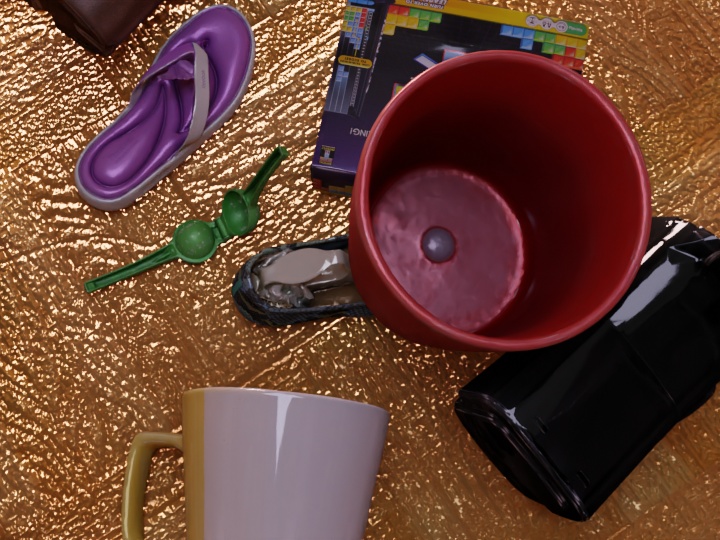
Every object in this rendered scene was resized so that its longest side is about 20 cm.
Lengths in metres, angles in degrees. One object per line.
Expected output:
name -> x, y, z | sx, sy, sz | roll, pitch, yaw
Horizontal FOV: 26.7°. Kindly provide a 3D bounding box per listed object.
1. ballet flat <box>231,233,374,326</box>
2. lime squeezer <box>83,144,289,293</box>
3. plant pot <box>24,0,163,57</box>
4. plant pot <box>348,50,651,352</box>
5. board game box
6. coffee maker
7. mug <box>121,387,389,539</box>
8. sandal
ballet flat -> 0.000, 0.000, 1.150 | 0.197, 0.074, 0.075 | -14, 71, -6
lime squeezer -> -0.119, -0.031, 1.164 | 0.199, 0.071, 0.038 | -32, 90, 19
plant pot -> -0.195, -0.292, 1.193 | 0.200, 0.200, 0.199 | 38, 82, 12
plant pot -> 0.076, -0.030, 1.045 | 0.198, 0.177, 0.203 | 2, 79, -12
board game box -> 0.072, -0.130, 1.203 | 0.197, 0.057, 0.167 | 10, 70, 3
coffee maker -> 0.175, 0.063, 1.064 | 0.200, 0.192, 0.135 | -43, 77, -14
mug -> -0.068, 0.171, 1.073 | 0.148, 0.186, 0.155 | 11, 77, -31
sandal -> -0.149, -0.132, 1.203 | 0.082, 0.050, 0.204 | 31, 73, 9
